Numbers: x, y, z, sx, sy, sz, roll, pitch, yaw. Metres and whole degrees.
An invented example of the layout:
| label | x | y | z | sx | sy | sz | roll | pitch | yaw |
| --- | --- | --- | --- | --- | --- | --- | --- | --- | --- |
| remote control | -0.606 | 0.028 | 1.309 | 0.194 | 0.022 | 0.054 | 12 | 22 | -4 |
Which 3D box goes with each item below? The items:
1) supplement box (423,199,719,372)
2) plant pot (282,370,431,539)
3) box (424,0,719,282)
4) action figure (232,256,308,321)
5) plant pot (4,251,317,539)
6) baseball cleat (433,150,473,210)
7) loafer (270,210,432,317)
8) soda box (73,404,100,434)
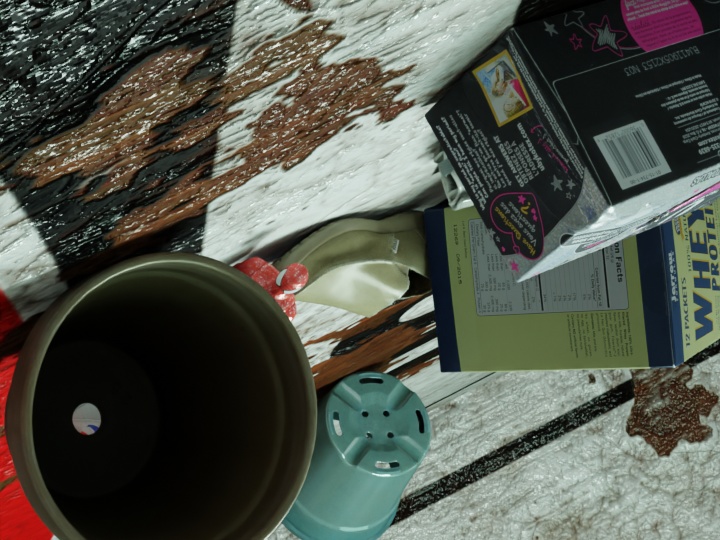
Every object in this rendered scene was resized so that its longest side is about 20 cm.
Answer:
| label | x | y | z | sx | sy | sz | roll | pitch | yaw |
| --- | --- | --- | --- | --- | --- | --- | --- | --- | --- |
| supplement box | 0.187 | -0.002 | 1.432 | 0.198 | 0.136 | 0.200 | -3 | -173 | 29 |
| plant pot | -0.007 | 0.241 | 2.317 | 0.199 | 0.201 | 0.196 | -22 | 162 | -31 |
| box | 0.166 | -0.093 | 1.136 | 0.199 | 0.133 | 0.115 | -21 | 167 | -36 |
| action figure | -0.109 | 0.045 | 1.301 | 0.199 | 0.066 | 0.052 | -33 | -174 | 32 |
| plant pot | -0.153 | 0.097 | 1.152 | 0.199 | 0.202 | 0.173 | -22 | -175 | -29 |
| baseball cleat | 0.117 | -0.084 | 1.300 | 0.106 | 0.070 | 0.199 | -24 | 164 | 25 |
| loafer | 0.000 | 0.000 | 1.363 | 0.076 | 0.068 | 0.199 | -35 | 168 | 40 |
| soda box | -0.201 | 0.147 | 1.575 | 0.063 | 0.069 | 0.200 | -31 | 171 | 12 |
